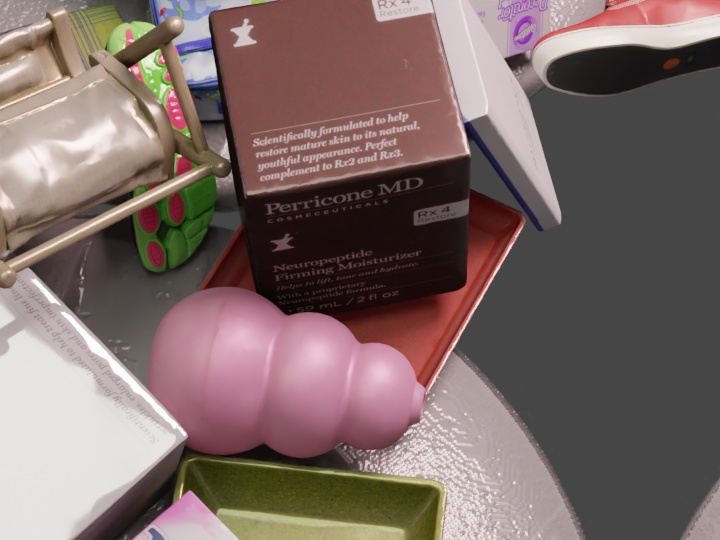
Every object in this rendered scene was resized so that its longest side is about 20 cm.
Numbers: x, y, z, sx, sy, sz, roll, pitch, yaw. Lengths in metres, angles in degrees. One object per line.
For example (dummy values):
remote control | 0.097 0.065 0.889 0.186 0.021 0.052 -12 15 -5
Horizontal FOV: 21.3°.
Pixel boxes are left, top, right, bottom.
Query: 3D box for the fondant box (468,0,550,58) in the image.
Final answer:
fondant box | 0.089 -0.266 1.542 0.144 0.200 0.058 -22 35 -36

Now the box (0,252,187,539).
box | -0.264 0.131 1.370 0.200 0.131 0.199 -41 82 -23

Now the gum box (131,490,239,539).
gum box | -0.098 0.257 1.309 0.113 0.066 0.200 -40 68 -20

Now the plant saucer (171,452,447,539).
plant saucer | -0.046 0.242 1.382 0.199 0.048 0.200 6 62 4

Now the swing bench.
swing bench | -0.238 -0.096 1.380 0.199 0.130 0.200 -28 23 -29

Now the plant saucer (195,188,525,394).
plant saucer | 0.000 0.000 1.516 0.200 0.037 0.200 25 65 14

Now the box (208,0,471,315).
box | -0.014 -0.086 1.430 0.166 0.200 0.164 -10 62 -3

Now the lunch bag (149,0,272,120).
lunch bag | -0.074 -0.211 1.606 0.200 0.082 0.161 -8 65 -2

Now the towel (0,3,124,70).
towel | -0.276 -0.143 1.604 0.200 0.023 0.144 -22 63 -12

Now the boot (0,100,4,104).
boot | -0.306 -0.152 1.542 0.072 0.200 0.166 -23 27 10

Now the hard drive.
hard drive | 0.105 -0.128 1.492 0.025 0.200 0.132 -20 62 14

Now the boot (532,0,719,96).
boot | 0.223 -0.229 1.618 0.200 0.072 0.144 -12 62 -15

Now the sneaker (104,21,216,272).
sneaker | -0.168 -0.098 1.542 0.077 0.084 0.200 -6 86 -27

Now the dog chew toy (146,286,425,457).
dog chew toy | -0.052 0.082 1.405 0.200 0.125 0.125 10 63 6
